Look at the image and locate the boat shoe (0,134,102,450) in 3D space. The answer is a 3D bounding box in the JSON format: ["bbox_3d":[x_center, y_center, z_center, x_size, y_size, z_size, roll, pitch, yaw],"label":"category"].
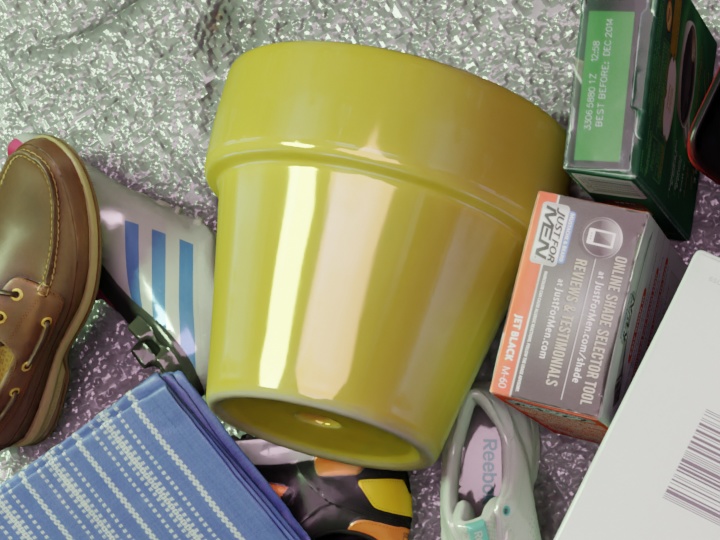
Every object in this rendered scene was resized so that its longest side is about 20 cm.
[{"bbox_3d":[-0.200,0.020,1.589,0.072,0.068,0.200,31,120,31],"label":"boat shoe"}]

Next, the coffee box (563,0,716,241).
[{"bbox_3d":[0.153,-0.091,1.508,0.044,0.200,0.123,6,84,16],"label":"coffee box"}]

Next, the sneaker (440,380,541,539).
[{"bbox_3d":[0.072,0.161,1.543,0.075,0.088,0.200,-10,80,9],"label":"sneaker"}]

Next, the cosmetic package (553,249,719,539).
[{"bbox_3d":[0.196,0.115,1.465,0.123,0.200,0.199,26,87,17],"label":"cosmetic package"}]

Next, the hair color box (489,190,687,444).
[{"bbox_3d":[0.127,0.032,1.493,0.064,0.200,0.111,13,84,14],"label":"hair color box"}]

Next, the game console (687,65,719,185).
[{"bbox_3d":[0.289,-0.102,1.441,0.172,0.119,0.200,25,87,15],"label":"game console"}]

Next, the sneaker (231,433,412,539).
[{"bbox_3d":[-0.068,0.143,1.585,0.200,0.070,0.090,-9,76,9],"label":"sneaker"}]

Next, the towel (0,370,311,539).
[{"bbox_3d":[-0.136,0.158,1.574,0.200,0.024,0.145,-35,99,24],"label":"towel"}]

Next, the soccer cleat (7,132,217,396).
[{"bbox_3d":[-0.126,-0.013,1.633,0.086,0.070,0.200,-34,72,-18],"label":"soccer cleat"}]

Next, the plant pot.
[{"bbox_3d":[0.000,0.000,1.511,0.201,0.201,0.189,12,74,14],"label":"plant pot"}]
